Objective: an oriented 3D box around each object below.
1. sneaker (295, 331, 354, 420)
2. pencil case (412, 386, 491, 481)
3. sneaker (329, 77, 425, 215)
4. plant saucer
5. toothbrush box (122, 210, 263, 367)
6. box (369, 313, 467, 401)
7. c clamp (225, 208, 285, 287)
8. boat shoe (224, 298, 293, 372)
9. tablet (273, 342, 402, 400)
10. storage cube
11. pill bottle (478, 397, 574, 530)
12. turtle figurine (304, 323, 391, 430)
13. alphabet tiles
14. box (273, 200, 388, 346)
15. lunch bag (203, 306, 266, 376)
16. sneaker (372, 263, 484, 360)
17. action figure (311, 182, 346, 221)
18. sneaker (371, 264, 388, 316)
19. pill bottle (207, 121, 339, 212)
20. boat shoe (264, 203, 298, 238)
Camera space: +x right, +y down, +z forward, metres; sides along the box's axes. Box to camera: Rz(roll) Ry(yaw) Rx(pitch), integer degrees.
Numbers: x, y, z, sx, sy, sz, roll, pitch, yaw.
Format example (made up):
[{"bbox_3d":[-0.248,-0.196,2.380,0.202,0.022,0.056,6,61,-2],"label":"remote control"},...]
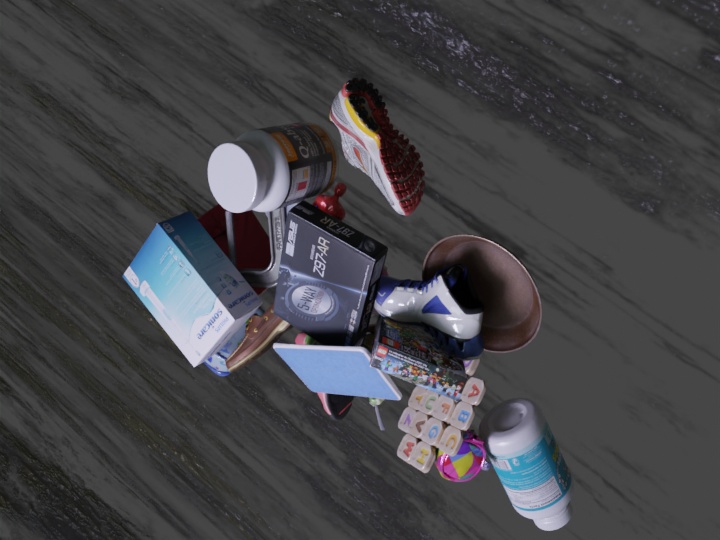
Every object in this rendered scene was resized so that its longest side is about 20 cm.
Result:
[{"bbox_3d":[-0.075,0.207,1.365,0.086,0.073,0.205,8,122,54],"label":"sneaker"},{"bbox_3d":[0.144,0.258,1.106,0.200,0.086,0.090,-122,9,-67],"label":"pencil case"},{"bbox_3d":[0.024,-0.172,0.972,0.082,0.077,0.204,-28,91,53],"label":"sneaker"},{"bbox_3d":[0.184,0.029,1.004,0.197,0.037,0.205,25,135,27],"label":"plant saucer"},{"bbox_3d":[-0.280,0.031,1.117,0.201,0.085,0.146,49,123,5],"label":"toothbrush box"},{"bbox_3d":[0.085,0.118,1.011,0.133,0.200,0.039,22,102,-1],"label":"box"},{"bbox_3d":[-0.196,-0.049,1.116,0.166,0.027,0.207,8,104,20],"label":"c clamp"},{"bbox_3d":[-0.192,0.117,1.317,0.068,0.199,0.072,48,-179,7],"label":"boat shoe"},{"bbox_3d":[-0.038,0.157,1.059,0.196,0.014,0.131,-3,135,39],"label":"tablet"},{"bbox_3d":[-0.277,-0.011,1.283,0.198,0.171,0.182,-21,107,47],"label":"storage cube"},{"bbox_3d":[0.275,0.318,1.088,0.109,0.111,0.204,-11,114,45],"label":"pill bottle"},{"bbox_3d":[-0.009,0.173,1.173,0.190,0.147,0.200,22,136,-22],"label":"turtle figurine"},{"bbox_3d":[0.123,0.216,1.077,0.014,0.204,0.195,31,170,-20],"label":"alphabet tiles"},{"bbox_3d":[-0.051,0.018,1.035,0.158,0.043,0.204,29,129,18],"label":"box"},{"bbox_3d":[-0.301,0.110,1.407,0.198,0.161,0.083,37,139,11],"label":"lunch bag"},{"bbox_3d":[0.110,0.034,0.999,0.197,0.080,0.118,28,123,30],"label":"sneaker"},{"bbox_3d":[-0.068,-0.073,1.143,0.065,0.052,0.201,37,134,5],"label":"action figure"},{"bbox_3d":[0.000,0.000,1.106,0.086,0.083,0.201,-8,138,33],"label":"sneaker"},{"bbox_3d":[-0.126,-0.153,1.000,0.114,0.199,0.120,10,111,29],"label":"pill bottle"},{"bbox_3d":[-0.136,-0.122,1.136,0.199,0.065,0.071,43,120,24],"label":"boat shoe"}]
